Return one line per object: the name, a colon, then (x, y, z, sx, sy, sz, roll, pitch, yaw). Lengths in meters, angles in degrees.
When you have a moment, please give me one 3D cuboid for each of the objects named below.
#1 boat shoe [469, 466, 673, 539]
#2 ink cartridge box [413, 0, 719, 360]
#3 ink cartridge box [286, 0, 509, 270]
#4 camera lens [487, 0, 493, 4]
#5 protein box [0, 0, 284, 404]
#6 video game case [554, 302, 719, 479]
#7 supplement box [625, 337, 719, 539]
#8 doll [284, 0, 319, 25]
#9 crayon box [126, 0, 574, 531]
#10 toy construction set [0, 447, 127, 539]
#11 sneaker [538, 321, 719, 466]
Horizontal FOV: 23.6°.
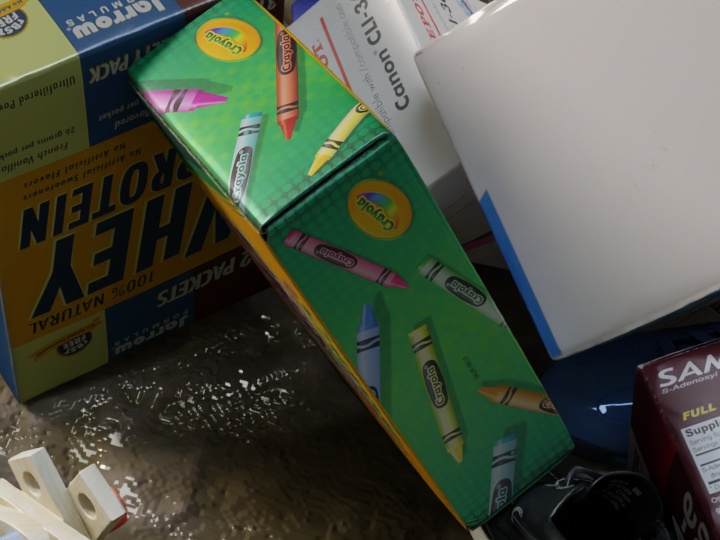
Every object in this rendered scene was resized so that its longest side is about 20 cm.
boat shoe: (0.097, 0.113, 0.681, 0.074, 0.066, 0.199, 23, 16, -17)
ink cartridge box: (0.152, -0.065, 0.755, 0.200, 0.145, 0.147, -12, 75, -58)
ink cartridge box: (0.039, -0.071, 0.809, 0.200, 0.067, 0.117, 10, 51, -52)
camera lens: (0.159, -0.174, 0.927, 0.160, 0.200, 0.160, 8, 45, -8)
protein box: (-0.143, -0.092, 0.751, 0.135, 0.199, 0.200, -26, 58, -23)
video game case: (0.198, 0.087, 0.814, 0.200, 0.023, 0.182, -26, 58, -35)
supplement box: (0.168, 0.135, 0.672, 0.061, 0.109, 0.200, -17, 58, -5)
doll: (0.010, -0.067, 0.886, 0.136, 0.048, 0.200, 19, 42, -29)
crayon box: (0.000, 0.000, 0.664, 0.058, 0.200, 0.119, -38, 44, -5)
toy construction set: (-0.182, 0.115, 0.599, 0.200, 0.131, 0.092, -15, 53, -28)
sneaker: (0.174, 0.039, 0.783, 0.200, 0.078, 0.066, -4, 50, -18)
